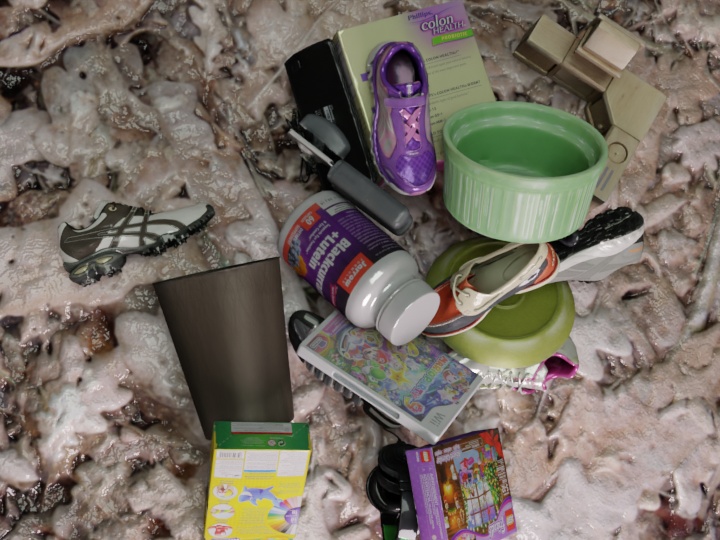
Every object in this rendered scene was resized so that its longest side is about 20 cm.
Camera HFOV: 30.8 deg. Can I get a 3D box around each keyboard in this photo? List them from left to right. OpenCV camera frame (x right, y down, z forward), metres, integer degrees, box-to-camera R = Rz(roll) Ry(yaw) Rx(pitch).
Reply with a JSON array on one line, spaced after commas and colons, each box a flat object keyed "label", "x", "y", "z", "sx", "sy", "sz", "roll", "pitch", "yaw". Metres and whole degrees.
[{"label": "keyboard", "x": -0.044, "y": -0.191, "z": 1.696, "sx": 0.104, "sy": 0.040, "sz": 0.200, "roll": -17, "pitch": 88, "yaw": 26}]

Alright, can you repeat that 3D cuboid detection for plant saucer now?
[{"label": "plant saucer", "x": 0.181, "y": 0.031, "z": 1.681, "sx": 0.199, "sy": 0.031, "sz": 0.200, "roll": 3, "pitch": 56, "yaw": -5}]

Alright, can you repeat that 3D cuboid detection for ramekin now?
[{"label": "ramekin", "x": 0.193, "y": -0.118, "z": 1.585, "sx": 0.199, "sy": 0.200, "sz": 0.098, "roll": -2, "pitch": 124, "yaw": -11}]

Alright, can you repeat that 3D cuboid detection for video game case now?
[{"label": "video game case", "x": 0.038, "y": 0.117, "z": 1.602, "sx": 0.200, "sy": 0.018, "sz": 0.143, "roll": 33, "pitch": 37, "yaw": 11}]

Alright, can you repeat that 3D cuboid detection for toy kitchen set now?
[{"label": "toy kitchen set", "x": 0.283, "y": -0.216, "z": 1.709, "sx": 0.200, "sy": 0.163, "sz": 0.181, "roll": 32, "pitch": 78, "yaw": -4}]

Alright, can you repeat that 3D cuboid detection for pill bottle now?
[{"label": "pill bottle", "x": 0.000, "y": 0.000, "z": 1.614, "sx": 0.111, "sy": 0.111, "sz": 0.200, "roll": -42, "pitch": 63, "yaw": -13}]

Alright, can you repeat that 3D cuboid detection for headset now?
[{"label": "headset", "x": 0.060, "y": 0.256, "z": 1.627, "sx": 0.094, "sy": 0.124, "sz": 0.200, "roll": 3, "pitch": 58, "yaw": -10}]

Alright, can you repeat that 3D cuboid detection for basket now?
[{"label": "basket", "x": -0.157, "y": 0.096, "z": 1.596, "sx": 0.136, "sy": 0.180, "sz": 0.201, "roll": -15, "pitch": 94, "yaw": -50}]

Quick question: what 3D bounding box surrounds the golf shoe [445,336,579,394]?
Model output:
[{"label": "golf shoe", "x": 0.188, "y": 0.122, "z": 1.675, "sx": 0.200, "sy": 0.075, "sz": 0.092, "roll": -20, "pitch": 51, "yaw": -11}]

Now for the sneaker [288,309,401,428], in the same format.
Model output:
[{"label": "sneaker", "x": 0.008, "y": 0.107, "z": 1.670, "sx": 0.200, "sy": 0.075, "sz": 0.115, "roll": 42, "pitch": 48, "yaw": 14}]

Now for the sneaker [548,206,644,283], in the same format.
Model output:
[{"label": "sneaker", "x": 0.268, "y": -0.010, "z": 1.660, "sx": 0.200, "sy": 0.074, "sz": 0.079, "roll": -18, "pitch": 127, "yaw": 0}]

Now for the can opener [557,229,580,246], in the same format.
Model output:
[{"label": "can opener", "x": 0.210, "y": -0.075, "z": 1.675, "sx": 0.063, "sy": 0.200, "sz": 0.079, "roll": 7, "pitch": 105, "yaw": -39}]

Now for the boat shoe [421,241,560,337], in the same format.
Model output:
[{"label": "boat shoe", "x": 0.147, "y": 0.018, "z": 1.604, "sx": 0.200, "sy": 0.063, "sz": 0.071, "roll": -27, "pitch": 65, "yaw": 16}]

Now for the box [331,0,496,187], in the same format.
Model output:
[{"label": "box", "x": 0.072, "y": -0.228, "z": 1.707, "sx": 0.176, "sy": 0.097, "sz": 0.200, "roll": -17, "pitch": 86, "yaw": -12}]

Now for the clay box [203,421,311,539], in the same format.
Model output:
[{"label": "clay box", "x": -0.128, "y": 0.263, "z": 1.577, "sx": 0.115, "sy": 0.200, "sz": 0.048, "roll": 2, "pitch": 44, "yaw": -10}]

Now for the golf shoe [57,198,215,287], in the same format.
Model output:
[{"label": "golf shoe", "x": -0.280, "y": -0.056, "z": 1.627, "sx": 0.200, "sy": 0.078, "sz": 0.095, "roll": -24, "pitch": 87, "yaw": -14}]

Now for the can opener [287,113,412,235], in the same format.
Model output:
[{"label": "can opener", "x": -0.008, "y": -0.126, "z": 1.626, "sx": 0.200, "sy": 0.053, "sz": 0.067, "roll": 37, "pitch": 83, "yaw": 19}]

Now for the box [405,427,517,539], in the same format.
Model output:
[{"label": "box", "x": 0.127, "y": 0.273, "z": 1.603, "sx": 0.039, "sy": 0.200, "sz": 0.137, "roll": -12, "pitch": 85, "yaw": 29}]

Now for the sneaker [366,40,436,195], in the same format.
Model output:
[{"label": "sneaker", "x": 0.054, "y": -0.193, "z": 1.604, "sx": 0.080, "sy": 0.088, "sz": 0.201, "roll": -7, "pitch": 85, "yaw": -13}]
